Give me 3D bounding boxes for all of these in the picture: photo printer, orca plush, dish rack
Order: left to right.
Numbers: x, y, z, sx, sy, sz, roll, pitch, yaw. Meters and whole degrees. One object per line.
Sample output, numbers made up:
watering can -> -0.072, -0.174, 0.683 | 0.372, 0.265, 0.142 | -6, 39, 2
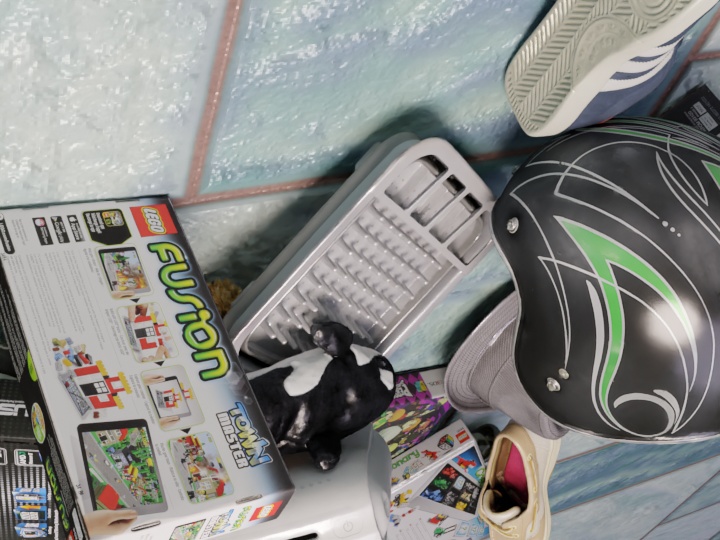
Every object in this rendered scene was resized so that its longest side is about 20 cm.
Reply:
photo printer -> -0.060, 0.167, 0.733 | 0.165, 0.070, 0.200 | -14, -178, 3
orca plush -> -0.036, 0.090, 0.665 | 0.105, 0.071, 0.200 | -52, 148, 13
dish rack -> 0.000, 0.000, 0.709 | 0.200, 0.044, 0.172 | -48, 150, 5

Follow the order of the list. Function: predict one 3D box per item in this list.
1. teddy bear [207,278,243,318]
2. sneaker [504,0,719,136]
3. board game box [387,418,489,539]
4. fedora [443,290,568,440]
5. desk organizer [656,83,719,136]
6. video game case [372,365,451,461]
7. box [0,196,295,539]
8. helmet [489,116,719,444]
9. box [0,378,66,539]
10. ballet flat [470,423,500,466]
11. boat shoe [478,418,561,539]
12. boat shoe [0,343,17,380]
teddy bear -> -0.112, 0.074, 0.695 | 0.066, 0.145, 0.201 | 4, 138, 23
sneaker -> 0.165, -0.149, 0.605 | 0.084, 0.075, 0.200 | -13, 166, -29
board game box -> 0.081, 0.247, 1.114 | 0.126, 0.035, 0.200 | -30, 140, -5
fedora -> 0.176, 0.093, 0.966 | 0.177, 0.090, 0.200 | -47, 152, 9
desk organizer -> 0.290, -0.032, 0.781 | 0.072, 0.200, 0.077 | -36, 156, 7
video game case -> -0.017, 0.171, 1.015 | 0.181, 0.036, 0.200 | -7, 145, -36
box -> -0.123, 0.049, 0.555 | 0.110, 0.201, 0.035 | -7, 145, -32
helmet -> 0.186, -0.004, 0.685 | 0.199, 0.200, 0.192 | -15, 111, -21
box -> -0.277, 0.128, 0.649 | 0.192, 0.048, 0.200 | 5, 143, -14
ballet flat -> 0.073, 0.229, 1.176 | 0.199, 0.067, 0.064 | -25, 124, -6
boat shoe -> 0.153, 0.233, 1.071 | 0.069, 0.074, 0.201 | -20, 122, -40
boat shoe -> -0.185, 0.079, 0.703 | 0.071, 0.061, 0.201 | -1, 159, 25
